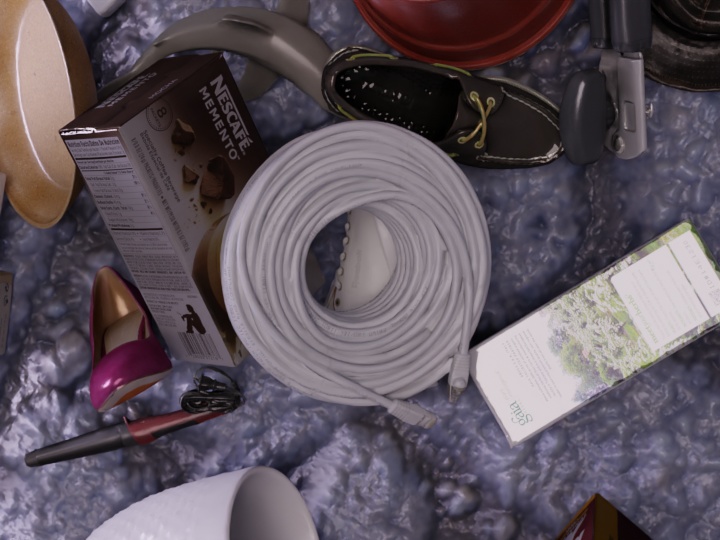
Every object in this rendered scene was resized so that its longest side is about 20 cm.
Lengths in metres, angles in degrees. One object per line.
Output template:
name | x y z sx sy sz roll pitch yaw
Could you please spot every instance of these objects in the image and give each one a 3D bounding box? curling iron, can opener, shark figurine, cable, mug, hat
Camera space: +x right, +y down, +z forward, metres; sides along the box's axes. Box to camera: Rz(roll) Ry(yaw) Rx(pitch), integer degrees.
curling iron | -0.186 0.124 1.136 0.198 0.026 0.050 -20 126 14
can opener | 0.181 -0.175 1.011 0.066 0.053 0.203 -11 109 -26
shark figurine | -0.112 -0.176 1.082 0.211 0.089 0.130 -3 91 8
cable | -0.002 -0.005 0.995 0.198 0.069 0.203 16 94 -16
mug | -0.132 0.266 1.065 0.173 0.147 0.203 -17 69 23
hat | 0.261 -0.233 1.014 0.198 0.081 0.204 0 92 11

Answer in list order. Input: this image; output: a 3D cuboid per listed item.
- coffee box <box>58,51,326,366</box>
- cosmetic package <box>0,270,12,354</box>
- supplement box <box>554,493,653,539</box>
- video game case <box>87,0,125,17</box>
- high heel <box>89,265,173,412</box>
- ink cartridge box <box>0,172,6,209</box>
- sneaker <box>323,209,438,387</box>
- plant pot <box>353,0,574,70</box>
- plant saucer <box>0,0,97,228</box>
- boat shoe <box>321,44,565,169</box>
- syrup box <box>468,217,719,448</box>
coffee box | -0.121 -0.045 1.031 0.079 0.113 0.202 2 123 45
cosmetic package | -0.359 0.034 1.076 0.102 0.200 0.074 8 93 9
supplement box | 0.201 0.290 0.990 0.199 0.197 0.133 40 98 7
video game case | -0.193 -0.340 1.120 0.200 0.023 0.182 -41 86 9
high heel | -0.185 0.045 1.048 0.067 0.200 0.097 -28 94 4
ink cartridge box | -0.391 -0.054 1.069 0.143 0.200 0.085 10 92 22
sneaker | 0.000 0.000 1.075 0.084 0.073 0.203 -12 92 8
plant pot | 0.061 -0.253 0.987 0.198 0.195 0.204 1 93 12
plant saucer | -0.250 -0.135 1.085 0.035 0.199 0.203 -13 90 -34
boat shoe | 0.066 -0.117 1.048 0.198 0.061 0.073 14 104 -4
syrup box | 0.179 0.046 1.042 0.199 0.081 0.079 -32 85 10
